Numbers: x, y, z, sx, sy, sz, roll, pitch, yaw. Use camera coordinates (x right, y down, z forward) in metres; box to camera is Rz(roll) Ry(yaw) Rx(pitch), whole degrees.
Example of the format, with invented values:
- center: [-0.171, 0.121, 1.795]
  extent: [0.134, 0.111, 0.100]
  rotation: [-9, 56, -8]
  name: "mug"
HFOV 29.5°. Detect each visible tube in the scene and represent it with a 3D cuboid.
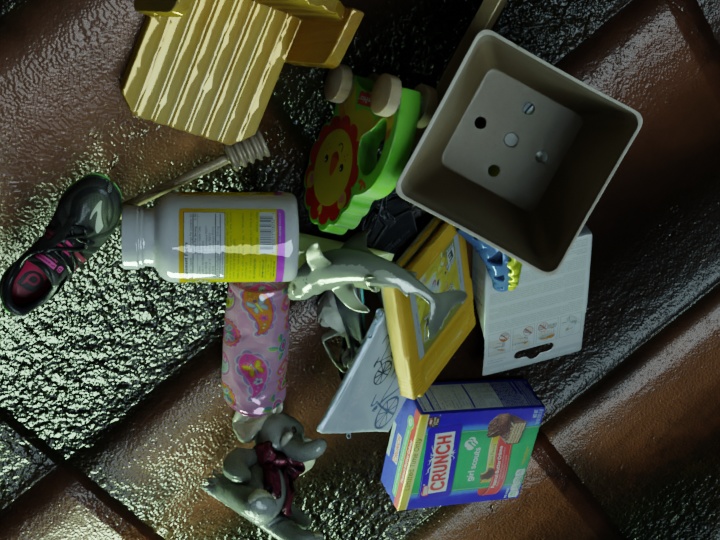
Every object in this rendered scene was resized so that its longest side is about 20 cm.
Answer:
- center: [-0.063, -0.018, 1.660]
  extent: [0.199, 0.058, 0.052]
  rotation: [13, 92, -8]
  name: "tube"

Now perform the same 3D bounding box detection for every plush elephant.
- center: [-0.110, 0.258, 1.797]
  extent: [0.165, 0.200, 0.155]
  rotation: [45, 73, -38]
  name: "plush elephant"

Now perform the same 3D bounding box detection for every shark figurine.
- center: [0.017, -0.006, 1.599]
  extent: [0.213, 0.090, 0.129]
  rotation: [10, 139, 13]
  name: "shark figurine"

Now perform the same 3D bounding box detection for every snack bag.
- center: [0.026, 0.135, 1.786]
  extent: [0.200, 0.021, 0.189]
  rotation: [7, 113, -60]
  name: "snack bag"

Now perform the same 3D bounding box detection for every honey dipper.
- center: [-0.202, -0.110, 1.593]
  extent: [0.199, 0.038, 0.038]
  rotation: [-25, 127, -5]
  name: "honey dipper"

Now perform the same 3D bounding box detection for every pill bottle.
- center: [-0.172, -0.038, 1.568]
  extent: [0.199, 0.104, 0.105]
  rotation: [0, 121, -6]
  name: "pill bottle"

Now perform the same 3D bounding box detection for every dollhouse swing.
- center: [-0.139, -0.228, 1.473]
  extent: [0.199, 0.182, 0.177]
  rotation: [16, 93, -31]
  name: "dollhouse swing"

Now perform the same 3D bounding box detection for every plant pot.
- center: [0.172, -0.139, 1.535]
  extent: [0.199, 0.177, 0.200]
  rotation: [28, 101, -3]
  name: "plant pot"

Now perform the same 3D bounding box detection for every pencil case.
- center: [-0.129, 0.086, 1.720]
  extent: [0.087, 0.088, 0.201]
  rotation: [-7, 123, -19]
  name: "pencil case"

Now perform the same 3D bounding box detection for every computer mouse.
- center: [0.036, -0.038, 1.725]
  extent: [0.138, 0.053, 0.201]
  rotation: [-40, 134, -31]
  name: "computer mouse"

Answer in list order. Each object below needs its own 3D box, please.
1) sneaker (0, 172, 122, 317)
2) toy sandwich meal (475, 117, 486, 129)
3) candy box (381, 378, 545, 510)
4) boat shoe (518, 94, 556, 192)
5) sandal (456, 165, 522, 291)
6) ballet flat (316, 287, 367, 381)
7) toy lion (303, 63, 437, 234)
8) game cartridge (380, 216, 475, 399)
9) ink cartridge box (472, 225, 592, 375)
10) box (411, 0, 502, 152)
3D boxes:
- center: [-0.337, -0.022, 1.552]
  extent: [0.077, 0.084, 0.200]
  rotation: [34, 102, -20]
  name: "sneaker"
- center: [0.202, -0.154, 1.719]
  extent: [0.204, 0.070, 0.206]
  rotation: [-11, 124, -17]
  name: "toy sandwich meal"
- center: [0.144, 0.245, 1.939]
  extent: [0.199, 0.077, 0.170]
  rotation: [-1, 121, -22]
  name: "candy box"
- center: [0.232, -0.116, 1.663]
  extent: [0.074, 0.086, 0.203]
  rotation: [-17, 128, -13]
  name: "boat shoe"
- center: [0.161, -0.056, 1.722]
  extent: [0.087, 0.080, 0.201]
  rotation: [-2, 129, 15]
  name: "sandal"
- center: [-0.020, 0.071, 1.766]
  extent: [0.073, 0.073, 0.201]
  rotation: [-20, 130, -11]
  name: "ballet flat"
- center: [-0.003, -0.133, 1.571]
  extent: [0.068, 0.200, 0.193]
  rotation: [12, 97, -28]
  name: "toy lion"
- center: [0.092, 0.043, 1.755]
  extent: [0.176, 0.032, 0.201]
  rotation: [-49, 140, -39]
  name: "game cartridge"
- center: [0.232, 0.037, 1.871]
  extent: [0.159, 0.047, 0.201]
  rotation: [-13, 126, -16]
  name: "ink cartridge box"
- center: [0.115, -0.239, 1.583]
  extent: [0.021, 0.164, 0.201]
  rotation: [30, 108, 2]
  name: "box"
